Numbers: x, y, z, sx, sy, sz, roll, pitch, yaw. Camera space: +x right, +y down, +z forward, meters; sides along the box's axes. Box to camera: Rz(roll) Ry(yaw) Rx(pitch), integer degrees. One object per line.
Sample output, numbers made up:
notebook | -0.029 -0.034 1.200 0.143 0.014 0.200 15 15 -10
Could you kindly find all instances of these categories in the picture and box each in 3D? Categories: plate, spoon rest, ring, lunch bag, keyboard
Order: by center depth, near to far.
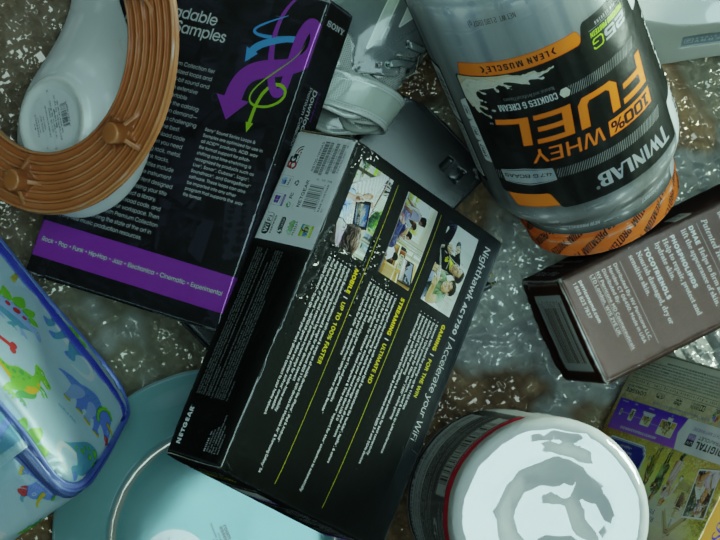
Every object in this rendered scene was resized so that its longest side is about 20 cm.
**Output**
lunch bag | -0.222 0.044 1.420 0.082 0.161 0.200 -36 96 17
ring | -0.181 -0.131 1.431 0.019 0.200 0.201 -4 89 -51
spoon rest | -0.166 -0.130 1.474 0.061 0.099 0.200 1 78 -54
plate | -0.082 0.158 1.499 0.200 0.026 0.200 -1 95 -8
keyboard | 0.000 0.000 1.529 0.200 0.021 0.127 -45 95 -7

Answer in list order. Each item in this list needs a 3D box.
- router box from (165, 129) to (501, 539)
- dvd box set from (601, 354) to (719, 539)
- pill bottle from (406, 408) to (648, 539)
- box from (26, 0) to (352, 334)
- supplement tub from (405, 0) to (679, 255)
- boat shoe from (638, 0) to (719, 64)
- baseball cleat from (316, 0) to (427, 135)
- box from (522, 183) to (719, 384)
router box | -0.012 0.042 1.443 0.149 0.051 0.200 33 75 -45
dvd box set | 0.169 0.149 1.489 0.029 0.146 0.200 29 83 -25
pill bottle | 0.087 0.135 1.448 0.111 0.200 0.111 0 89 -9
box | -0.099 -0.073 1.467 0.143 0.036 0.200 17 87 30
supplement tub | 0.109 -0.113 1.449 0.123 0.123 0.200 -32 125 -9
boat shoe | 0.187 -0.171 1.543 0.200 0.072 0.069 -7 68 -3
baseball cleat | 0.029 -0.137 1.507 0.200 0.070 0.107 -16 74 1
box | 0.207 -0.006 1.522 0.200 0.100 0.075 -24 93 -10
